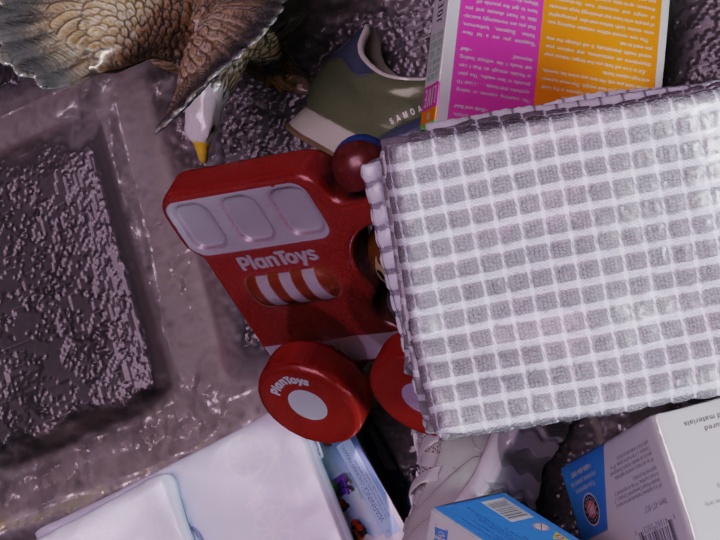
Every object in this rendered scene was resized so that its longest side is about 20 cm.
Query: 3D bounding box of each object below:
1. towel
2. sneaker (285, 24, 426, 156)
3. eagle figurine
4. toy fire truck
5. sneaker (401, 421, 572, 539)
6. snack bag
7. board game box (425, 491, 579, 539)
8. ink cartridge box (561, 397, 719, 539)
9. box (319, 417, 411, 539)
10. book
[{"bbox_3d":[0.110,-0.004,1.127,0.200,0.086,0.166,-11,99,1],"label":"towel"},{"bbox_3d":[0.056,-0.080,1.303,0.200,0.067,0.090,28,91,21],"label":"sneaker"},{"bbox_3d":[-0.099,-0.139,1.307,0.152,0.200,0.151,-32,73,19],"label":"eagle figurine"},{"bbox_3d":[0.000,0.000,1.235,0.200,0.168,0.112,-8,39,38],"label":"toy fire truck"},{"bbox_3d":[0.060,0.119,1.273,0.082,0.075,0.200,14,65,39],"label":"sneaker"},{"bbox_3d":[-0.085,0.199,1.292,0.200,0.021,0.189,-27,70,13],"label":"snack bag"},{"bbox_3d":[0.104,0.248,1.145,0.200,0.056,0.196,28,116,45],"label":"board game box"},{"bbox_3d":[0.194,0.177,1.168,0.084,0.146,0.200,-13,78,-19],"label":"ink cartridge box"},{"bbox_3d":[-0.021,0.185,1.322,0.137,0.038,0.200,-36,72,17],"label":"box"},{"bbox_3d":[0.107,-0.140,1.248,0.133,0.048,0.200,10,82,-16],"label":"book"}]
